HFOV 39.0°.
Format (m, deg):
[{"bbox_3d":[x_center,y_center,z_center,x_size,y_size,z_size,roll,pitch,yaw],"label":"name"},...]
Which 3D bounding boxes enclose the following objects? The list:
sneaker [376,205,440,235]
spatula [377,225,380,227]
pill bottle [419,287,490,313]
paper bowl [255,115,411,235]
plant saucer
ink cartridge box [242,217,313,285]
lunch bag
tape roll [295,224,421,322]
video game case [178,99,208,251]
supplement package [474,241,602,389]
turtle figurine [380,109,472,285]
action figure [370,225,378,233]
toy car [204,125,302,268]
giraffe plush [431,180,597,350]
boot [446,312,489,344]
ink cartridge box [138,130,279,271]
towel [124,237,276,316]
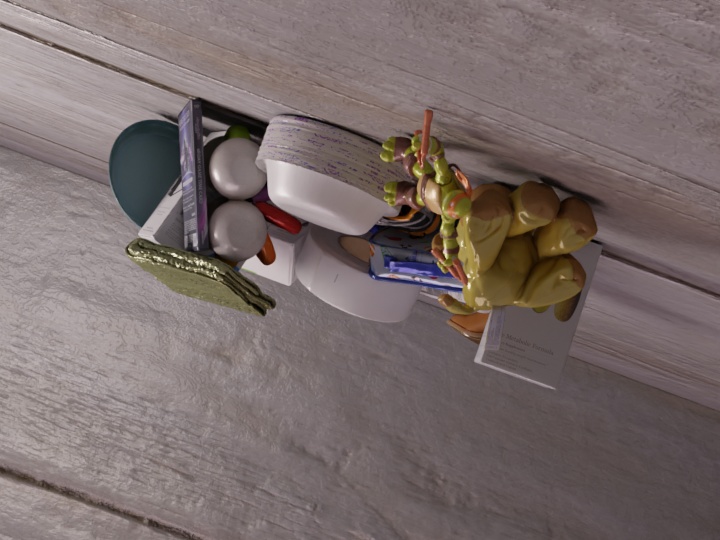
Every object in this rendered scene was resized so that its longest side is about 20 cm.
[{"bbox_3d":[0.015,-0.101,1.453,0.197,0.079,0.077,7,172,18],"label":"sneaker"},{"bbox_3d":[0.112,-0.058,1.612,0.198,0.021,0.056,2,157,35],"label":"spatula"},{"bbox_3d":[0.184,0.007,1.709,0.198,0.114,0.113,17,175,38],"label":"pill bottle"},{"bbox_3d":[-0.040,-0.115,1.310,0.198,0.106,0.201,21,175,2],"label":"paper bowl"},{"bbox_3d":[-0.314,-0.141,1.613,0.199,0.203,0.027,23,150,-34],"label":"plant saucer"},{"bbox_3d":[-0.128,-0.071,1.725,0.144,0.085,0.200,18,-147,20],"label":"ink cartridge box"},{"bbox_3d":[0.108,-0.023,1.490,0.197,0.077,0.160,7,-156,18],"label":"lunch bag"},{"bbox_3d":[0.000,0.000,1.591,0.200,0.071,0.203,21,-160,-8],"label":"tape roll"},{"bbox_3d":[-0.236,-0.128,1.427,0.019,0.203,0.143,-2,-179,-17],"label":"video game case"},{"bbox_3d":[0.241,0.048,1.391,0.112,0.202,0.110,18,176,4],"label":"supplement package"},{"bbox_3d":[0.077,-0.095,1.082,0.161,0.064,0.202,42,153,57],"label":"turtle figurine"},{"bbox_3d":[0.017,-0.083,1.700,0.199,0.065,0.052,24,-145,-43],"label":"action figure"},{"bbox_3d":[-0.150,-0.103,1.443,0.148,0.203,0.175,0,-173,-17],"label":"toy car"},{"bbox_3d":[0.166,-0.034,1.198,0.171,0.202,0.163,17,-155,-17],"label":"giraffe plush"},{"bbox_3d":[0.247,0.055,1.754,0.076,0.157,0.199,29,168,-35],"label":"boot"},{"bbox_3d":[-0.221,-0.091,1.564,0.145,0.201,0.083,40,166,-26],"label":"ink cartridge box"},{"bbox_3d":[-0.228,0.009,1.450,0.198,0.037,0.148,12,160,31],"label":"towel"}]
